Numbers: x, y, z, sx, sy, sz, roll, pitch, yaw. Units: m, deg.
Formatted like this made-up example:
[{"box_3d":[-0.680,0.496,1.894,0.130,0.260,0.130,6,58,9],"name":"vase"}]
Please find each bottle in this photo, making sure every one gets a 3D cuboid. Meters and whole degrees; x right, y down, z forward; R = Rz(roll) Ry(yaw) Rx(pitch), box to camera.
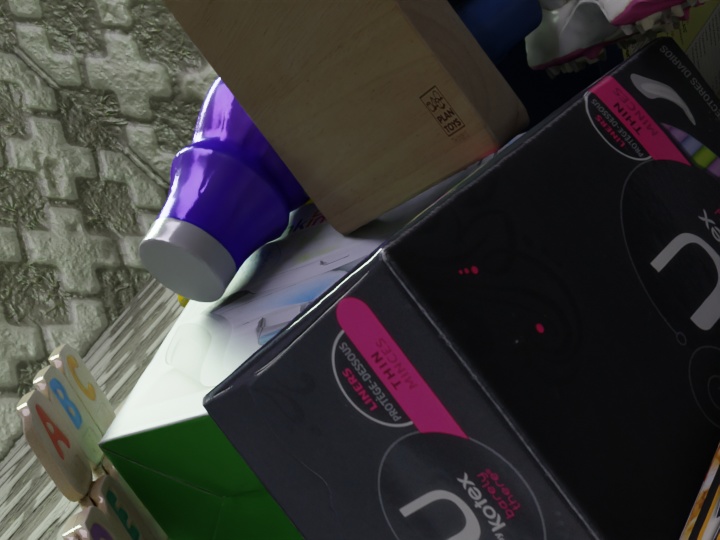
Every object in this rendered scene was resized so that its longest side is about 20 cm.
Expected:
[{"box_3d":[-0.043,-0.075,0.769,0.084,0.065,0.200,84,-150,-55],"name":"bottle"}]

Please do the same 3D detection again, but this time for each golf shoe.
[{"box_3d":[0.102,-0.131,0.545,0.075,0.092,0.200,-21,2,-21],"name":"golf shoe"}]

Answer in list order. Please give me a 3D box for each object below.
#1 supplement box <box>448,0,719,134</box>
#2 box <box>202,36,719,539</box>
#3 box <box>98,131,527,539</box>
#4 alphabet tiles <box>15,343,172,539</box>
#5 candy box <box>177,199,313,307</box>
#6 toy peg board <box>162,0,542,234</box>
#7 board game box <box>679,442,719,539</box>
[{"box_3d":[0.117,-0.158,0.795,0.134,0.200,0.200,16,54,33],"name":"supplement box"},{"box_3d":[0.065,0.023,0.514,0.106,0.122,0.200,-39,0,43],"name":"box"},{"box_3d":[0.011,0.039,0.710,0.199,0.097,0.177,-16,29,32],"name":"box"},{"box_3d":[-0.094,0.128,0.715,0.015,0.196,0.200,-30,11,5],"name":"alphabet tiles"},{"box_3d":[0.000,0.000,0.891,0.102,0.199,0.027,-42,52,34],"name":"candy box"},{"box_3d":[-0.005,-0.137,0.635,0.098,0.199,0.200,-39,5,-18],"name":"toy peg board"},{"box_3d":[0.161,0.032,0.396,0.151,0.046,0.200,-35,16,51],"name":"board game box"}]
